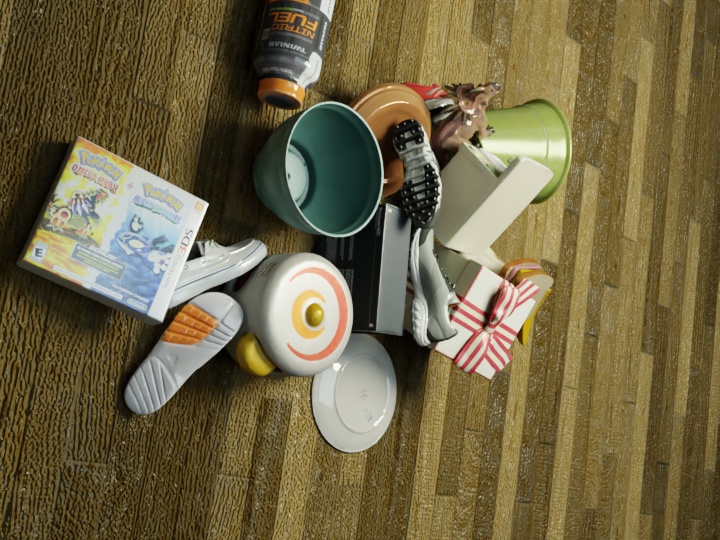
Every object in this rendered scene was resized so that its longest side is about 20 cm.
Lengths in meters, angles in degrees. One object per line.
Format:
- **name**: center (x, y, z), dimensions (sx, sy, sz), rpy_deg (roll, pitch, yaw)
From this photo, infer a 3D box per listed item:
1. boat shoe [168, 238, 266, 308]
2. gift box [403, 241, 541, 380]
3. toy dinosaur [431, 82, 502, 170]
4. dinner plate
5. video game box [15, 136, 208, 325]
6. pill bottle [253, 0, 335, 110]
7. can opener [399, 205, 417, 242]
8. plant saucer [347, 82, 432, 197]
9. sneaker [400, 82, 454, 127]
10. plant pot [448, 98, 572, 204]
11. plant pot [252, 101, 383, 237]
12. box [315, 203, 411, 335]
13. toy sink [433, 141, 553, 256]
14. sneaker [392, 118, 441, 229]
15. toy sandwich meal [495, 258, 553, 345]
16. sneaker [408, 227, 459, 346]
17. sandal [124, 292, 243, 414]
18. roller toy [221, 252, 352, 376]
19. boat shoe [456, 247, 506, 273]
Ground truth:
- **boat shoe**: center (-0.219, -0.013, 1.378), dimensions (0.200, 0.073, 0.067), rpy_deg (-33, 109, -39)
- **gift box**: center (0.188, 0.067, 1.662), dimensions (0.199, 0.187, 0.185), rpy_deg (24, 95, -38)
- **toy dinosaur**: center (0.165, -0.247, 1.641), dimensions (0.201, 0.086, 0.135), rpy_deg (-59, 157, 17)
- **dinner plate**: center (-0.002, 0.206, 1.620), dimensions (0.199, 0.024, 0.202), rpy_deg (0, 89, -44)
- **video game box**: center (-0.322, -0.050, 1.270), dimensions (0.199, 0.047, 0.183), rpy_deg (27, 67, -25)
- **pill bottle**: center (-0.105, -0.352, 1.480), dimensions (0.106, 0.106, 0.201), rpy_deg (22, 74, -42)
- **can opener**: center (0.069, -0.021, 1.665), dimensions (0.053, 0.067, 0.201), rpy_deg (40, 62, -37)
- **plant saucer**: center (0.043, -0.212, 1.609), dimensions (0.199, 0.037, 0.201), rpy_deg (-18, 123, -29)
- **sneaker**: center (0.069, -0.288, 1.682), dimensions (0.199, 0.077, 0.085), rpy_deg (-12, 59, -32)
- **plant pot**: center (0.256, -0.225, 1.794), dimensions (0.189, 0.200, 0.202), rpy_deg (-2, 90, -31)
- **plant pot**: center (-0.081, -0.150, 1.477), dimensions (0.199, 0.134, 0.202), rpy_deg (1, 88, -45)
- **box**: center (0.000, 0.000, 1.542), dimensions (0.079, 0.140, 0.202), rpy_deg (12, 81, -49)
- **toy sink**: center (0.207, -0.139, 1.644), dimensions (0.200, 0.112, 0.130), rpy_deg (-49, 150, 20)
- **sneaker**: center (0.103, -0.145, 1.557), dimensions (0.091, 0.066, 0.201), rpy_deg (48, 28, -55)
- **toy sandwich meal**: center (0.288, 0.071, 1.822), dimensions (0.204, 0.070, 0.206), rpy_deg (-24, 132, -30)
- **sneaker**: center (0.119, 0.021, 1.553), dimensions (0.074, 0.079, 0.202), rpy_deg (46, 39, -73)
- **sandal**: center (-0.256, 0.112, 1.356), dimensions (0.079, 0.059, 0.207), rpy_deg (45, 78, -9)
- **roller toy**: center (-0.109, 0.066, 1.438), dimensions (0.199, 0.139, 0.184), rpy_deg (6, 84, -43)
- **boat shoe**: center (0.236, 0.000, 1.834), dimensions (0.069, 0.074, 0.200), rpy_deg (-54, 135, -3)
